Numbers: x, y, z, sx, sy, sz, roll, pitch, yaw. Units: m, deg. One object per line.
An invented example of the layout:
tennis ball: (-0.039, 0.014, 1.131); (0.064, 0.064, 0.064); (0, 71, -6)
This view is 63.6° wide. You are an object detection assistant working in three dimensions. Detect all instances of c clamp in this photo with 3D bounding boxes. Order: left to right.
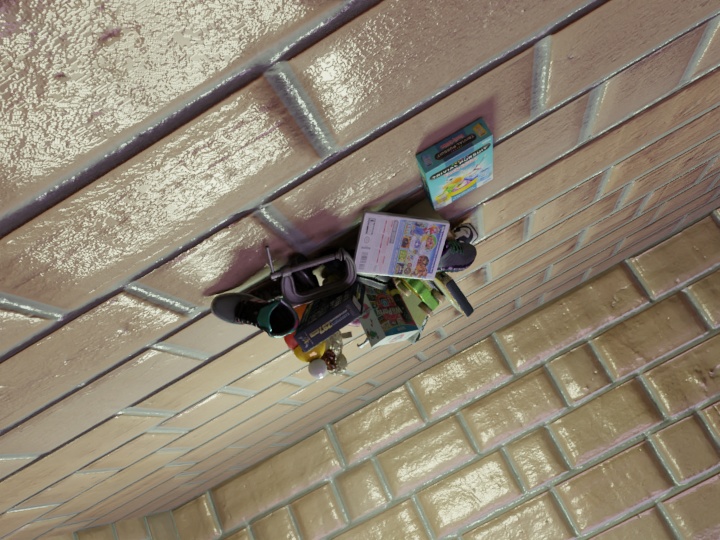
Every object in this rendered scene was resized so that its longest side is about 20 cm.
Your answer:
c clamp: (-0.098, 0.003, 1.229); (0.197, 0.027, 0.173); (-13, 131, -18)

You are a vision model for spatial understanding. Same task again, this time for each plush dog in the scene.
plush dog: (-0.119, 0.204, 1.655); (0.163, 0.198, 0.172); (-65, 169, 10)

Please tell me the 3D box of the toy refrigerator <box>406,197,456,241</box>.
toy refrigerator: (0.180, -0.103, 1.409); (0.069, 0.077, 0.200); (-31, 159, 10)

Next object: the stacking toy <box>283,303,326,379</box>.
stacking toy: (-0.135, 0.187, 1.516); (0.144, 0.202, 0.147); (-24, 160, -9)

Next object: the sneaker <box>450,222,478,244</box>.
sneaker: (0.220, -0.045, 1.567); (0.199, 0.080, 0.129); (-41, 165, 36)

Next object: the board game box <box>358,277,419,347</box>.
board game box: (0.050, 0.090, 1.523); (0.146, 0.202, 0.064); (-3, 151, -49)

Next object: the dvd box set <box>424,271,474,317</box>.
dvd box set: (0.201, 0.026, 1.504); (0.029, 0.200, 0.147); (-42, 128, -3)

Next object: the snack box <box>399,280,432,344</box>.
snack box: (0.151, 0.101, 1.691); (0.037, 0.115, 0.202); (-24, 142, -54)

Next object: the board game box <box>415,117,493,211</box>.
board game box: (0.201, -0.213, 1.212); (0.149, 0.047, 0.200); (-30, 160, 4)

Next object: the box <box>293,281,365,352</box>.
box: (-0.066, 0.092, 1.334); (0.157, 0.051, 0.200); (-34, -168, 11)

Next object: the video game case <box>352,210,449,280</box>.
video game case: (0.088, -0.053, 1.286); (0.196, 0.018, 0.145); (6, 116, -15)

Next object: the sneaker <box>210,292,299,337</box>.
sneaker: (-0.218, 0.094, 1.239); (0.197, 0.085, 0.121); (13, 171, -18)

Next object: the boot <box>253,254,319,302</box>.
boot: (-0.183, 0.049, 1.330); (0.171, 0.070, 0.201); (-19, 153, 0)

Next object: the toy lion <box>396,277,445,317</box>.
toy lion: (0.124, 0.022, 1.508); (0.069, 0.200, 0.192); (-45, 124, 0)

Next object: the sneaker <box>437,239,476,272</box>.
sneaker: (0.214, -0.043, 1.387); (0.197, 0.075, 0.088); (-14, 151, -31)

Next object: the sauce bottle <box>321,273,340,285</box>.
sauce bottle: (0.000, 0.000, 1.439); (0.198, 0.065, 0.065); (-31, 160, 13)

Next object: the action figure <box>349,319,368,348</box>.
action figure: (0.027, 0.131, 1.646); (0.135, 0.197, 0.150); (-69, -179, -51)

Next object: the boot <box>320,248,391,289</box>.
boot: (0.024, -0.056, 1.330); (0.198, 0.077, 0.169); (19, 114, -32)
